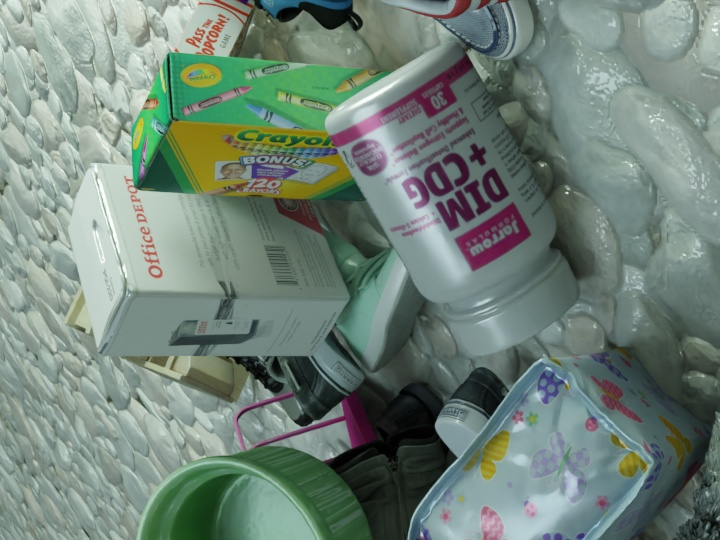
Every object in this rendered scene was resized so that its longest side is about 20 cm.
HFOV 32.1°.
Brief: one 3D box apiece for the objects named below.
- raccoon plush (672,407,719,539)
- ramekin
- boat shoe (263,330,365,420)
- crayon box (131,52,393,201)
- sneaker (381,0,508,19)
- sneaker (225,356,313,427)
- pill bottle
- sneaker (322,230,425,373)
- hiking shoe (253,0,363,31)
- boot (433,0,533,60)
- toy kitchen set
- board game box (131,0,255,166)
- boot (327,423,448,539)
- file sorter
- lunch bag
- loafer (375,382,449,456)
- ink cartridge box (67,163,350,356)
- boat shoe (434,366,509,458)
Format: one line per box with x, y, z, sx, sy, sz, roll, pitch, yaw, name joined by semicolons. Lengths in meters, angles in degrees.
0.226;0.125;0.785;0.097;0.134;0.201;-6;110;58;raccoon plush
-0.085;0.248;1.070;0.199;0.098;0.202;4;98;28;ramekin
-0.063;0.072;1.176;0.072;0.071;0.200;44;-178;-27;boat shoe
-0.067;-0.107;0.965;0.119;0.198;0.059;136;131;-59;crayon box
0.030;-0.243;0.790;0.200;0.112;0.071;51;148;15;sneaker
-0.112;0.080;1.306;0.201;0.079;0.074;57;147;4;sneaker
0.069;-0.049;0.888;0.113;0.113;0.201;-15;109;58;pill bottle
0.000;0.000;1.071;0.118;0.074;0.201;44;149;14;sneaker
-0.082;-0.239;0.996;0.199;0.074;0.087;23;133;46;hiking shoe
0.023;-0.206;0.852;0.200;0.090;0.073;48;147;20;boot
-0.178;0.034;1.372;0.199;0.182;0.163;30;170;-33;toy kitchen set
-0.152;-0.145;1.108;0.046;0.152;0.200;24;146;-6;board game box
0.001;0.219;1.121;0.131;0.199;0.068;61;-175;-21;boot
-0.038;0.229;1.225;0.139;0.124;0.201;-120;15;-60;file sorter
0.131;0.161;0.852;0.127;0.169;0.200;47;110;22;lunch bag
0.053;0.202;1.176;0.072;0.063;0.201;19;130;46;loafer
-0.130;-0.007;1.044;0.085;0.199;0.146;-57;43;38;ink cartridge box
0.131;0.157;1.024;0.071;0.068;0.200;3;140;47;boat shoe
